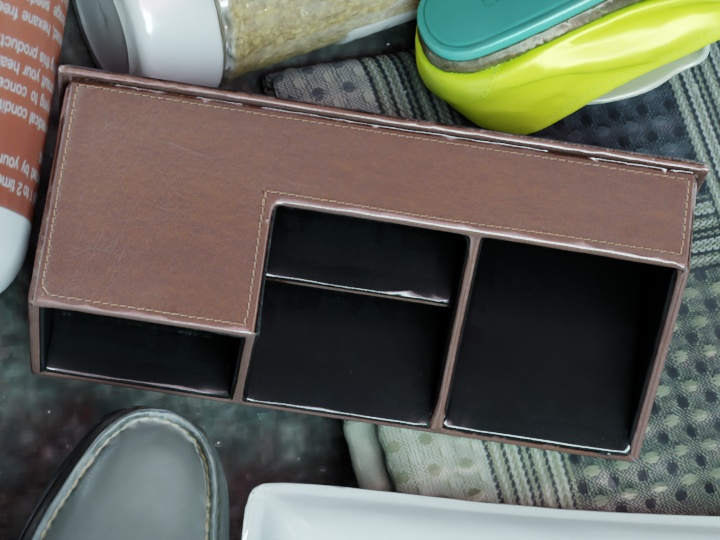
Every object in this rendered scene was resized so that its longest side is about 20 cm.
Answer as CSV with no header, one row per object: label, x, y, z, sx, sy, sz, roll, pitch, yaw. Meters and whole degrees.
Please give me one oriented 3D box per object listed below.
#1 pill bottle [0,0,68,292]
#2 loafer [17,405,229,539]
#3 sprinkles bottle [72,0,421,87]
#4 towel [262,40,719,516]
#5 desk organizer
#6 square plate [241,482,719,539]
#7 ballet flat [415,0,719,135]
pill bottle,-0.149,-0.055,0.842,0.112,0.112,0.200,10,81,-17
loafer,-0.079,0.128,0.791,0.073,0.072,0.200,15,70,-4
sprinkles bottle,0.005,-0.114,0.923,0.200,0.068,0.068,-21,91,-19
towel,0.080,0.010,0.927,0.193,0.035,0.200,-10,68,-16
desk organizer,0.000,0.000,0.858,0.200,0.072,0.077,8,68,-3
square plate,0.057,0.169,0.835,0.200,0.028,0.198,5,88,-12
ballet flat,0.114,-0.097,0.892,0.200,0.067,0.067,-24,136,11
